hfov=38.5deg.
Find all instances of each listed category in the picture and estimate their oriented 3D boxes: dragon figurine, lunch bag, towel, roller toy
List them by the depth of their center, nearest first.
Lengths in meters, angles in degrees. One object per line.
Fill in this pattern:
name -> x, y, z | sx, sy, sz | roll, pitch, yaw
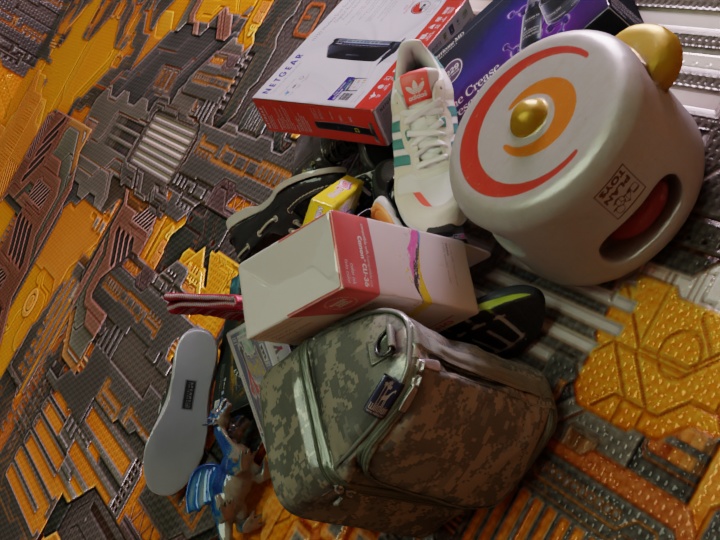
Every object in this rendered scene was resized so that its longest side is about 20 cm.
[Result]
lunch bag -> 0.040, 0.114, 0.813 | 0.167, 0.199, 0.140 | -38, 47, 30
roller toy -> 0.171, -0.094, 0.835 | 0.199, 0.139, 0.184 | -14, 54, 42
towel -> -0.078, 0.048, 1.029 | 0.144, 0.199, 0.023 | -2, 79, 51
dragon figurine -> -0.147, 0.239, 1.103 | 0.099, 0.059, 0.201 | -8, 63, 52

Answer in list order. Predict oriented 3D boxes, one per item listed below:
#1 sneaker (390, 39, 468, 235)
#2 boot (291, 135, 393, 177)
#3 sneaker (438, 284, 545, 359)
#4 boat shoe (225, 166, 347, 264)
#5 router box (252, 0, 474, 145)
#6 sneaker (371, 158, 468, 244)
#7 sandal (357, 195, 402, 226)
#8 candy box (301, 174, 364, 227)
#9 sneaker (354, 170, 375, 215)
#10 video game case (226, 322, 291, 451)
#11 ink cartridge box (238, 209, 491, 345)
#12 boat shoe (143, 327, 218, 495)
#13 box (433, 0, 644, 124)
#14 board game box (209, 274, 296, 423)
sneaker -> 0.053, -0.123, 0.917 | 0.070, 0.094, 0.201 | -12, 48, 13
boot -> -0.020, -0.143, 1.221 | 0.174, 0.069, 0.201 | -40, 31, 34
sneaker -> 0.083, 0.042, 0.932 | 0.199, 0.074, 0.081 | -21, 45, 42
boat shoe -> -0.083, -0.060, 1.180 | 0.199, 0.074, 0.061 | -26, 73, 39
router box -> 0.006, -0.228, 1.147 | 0.179, 0.049, 0.200 | 12, 53, 38
sneaker -> 0.058, -0.068, 1.000 | 0.076, 0.084, 0.200 | -19, 32, -7
sandal -> 0.004, 0.007, 0.989 | 0.080, 0.059, 0.207 | 61, 160, 19
candy box -> -0.035, -0.032, 0.997 | 0.200, 0.026, 0.103 | -55, -18, -76
sneaker -> -0.022, -0.045, 1.136 | 0.200, 0.074, 0.080 | -39, 6, 13
video game case -> -0.075, 0.134, 0.960 | 0.200, 0.023, 0.184 | 153, 98, -73
ink cartridge box -> 0.014, 0.018, 0.846 | 0.116, 0.199, 0.068 | -28, 64, 39
boat shoe -> -0.215, 0.169, 1.247 | 0.066, 0.069, 0.202 | 135, 144, -82
box -> 0.168, -0.208, 0.995 | 0.200, 0.079, 0.142 | -39, 36, 30
board game box -> -0.116, 0.074, 1.213 | 0.135, 0.028, 0.201 | -28, 45, 40
